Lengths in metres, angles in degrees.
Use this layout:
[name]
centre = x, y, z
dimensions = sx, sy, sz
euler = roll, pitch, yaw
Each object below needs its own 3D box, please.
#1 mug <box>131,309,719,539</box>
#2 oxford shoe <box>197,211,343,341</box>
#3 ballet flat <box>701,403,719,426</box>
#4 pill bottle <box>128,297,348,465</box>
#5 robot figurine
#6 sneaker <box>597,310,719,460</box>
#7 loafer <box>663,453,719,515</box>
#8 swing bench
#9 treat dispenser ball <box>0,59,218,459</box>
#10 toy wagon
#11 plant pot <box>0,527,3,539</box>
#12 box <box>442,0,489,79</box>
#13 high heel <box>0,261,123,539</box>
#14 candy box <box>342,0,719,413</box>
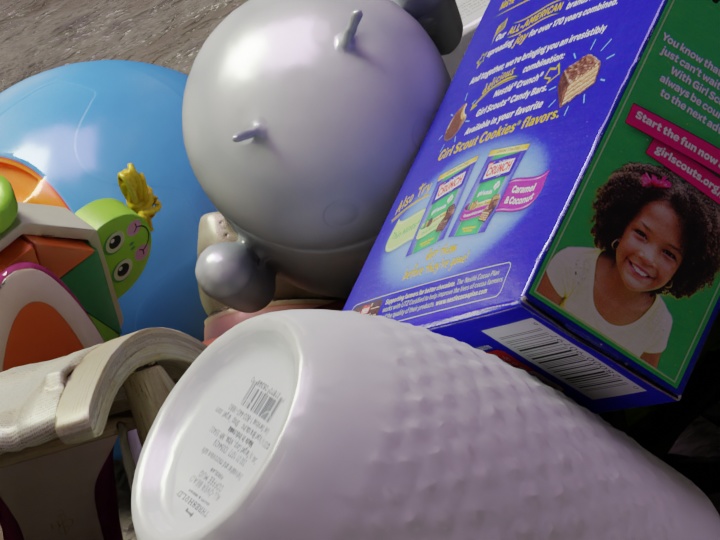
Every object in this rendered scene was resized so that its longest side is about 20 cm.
[mug]
centre = 0.008, 0.084, 0.937
dimensions = 0.148, 0.175, 0.200
euler = -51, 29, 9
[oxford shoe]
centre = 0.000, 0.000, 1.281
dimensions = 0.071, 0.074, 0.200
euler = -19, -11, 36
[ballet flat]
centre = 0.139, 0.001, 1.159
dimensions = 0.066, 0.057, 0.200
euler = -56, 41, 28
[pill bottle]
centre = 0.009, 0.064, 1.151
dimensions = 0.200, 0.112, 0.112
euler = -18, 22, 20
[robot figurine]
centre = -0.012, -0.054, 1.135
dimensions = 0.170, 0.113, 0.200
euler = -58, -13, -7
[sneaker]
centre = 0.150, -0.003, 1.006
dimensions = 0.200, 0.071, 0.083
euler = -52, 26, 7
[loafer]
centre = 0.121, 0.090, 1.034
dimensions = 0.200, 0.063, 0.072
euler = -7, 29, 39
[swing bench]
centre = -0.133, 0.126, 1.039
dimensions = 0.199, 0.200, 0.130
euler = -16, 22, 21
[treat dispenser ball]
centre = -0.125, -0.005, 1.342
dimensions = 0.201, 0.201, 0.201
euler = -22, 21, 9
[toy wagon]
centre = -0.156, 0.027, 1.154
dimensions = 0.200, 0.155, 0.040
euler = -39, 55, -23
[plant pot]
centre = -0.288, 0.127, 1.246
dimensions = 0.177, 0.200, 0.200
euler = -32, 18, 15
[box]
centre = 0.070, -0.088, 1.395
dimensions = 0.106, 0.152, 0.200
euler = -30, 20, -13
[high heel]
centre = -0.140, 0.079, 1.163
dimensions = 0.067, 0.200, 0.096
euler = -12, 23, -17
[candy box]
centre = 0.088, -0.046, 0.999
dimensions = 0.169, 0.077, 0.200
euler = -16, 46, 64
